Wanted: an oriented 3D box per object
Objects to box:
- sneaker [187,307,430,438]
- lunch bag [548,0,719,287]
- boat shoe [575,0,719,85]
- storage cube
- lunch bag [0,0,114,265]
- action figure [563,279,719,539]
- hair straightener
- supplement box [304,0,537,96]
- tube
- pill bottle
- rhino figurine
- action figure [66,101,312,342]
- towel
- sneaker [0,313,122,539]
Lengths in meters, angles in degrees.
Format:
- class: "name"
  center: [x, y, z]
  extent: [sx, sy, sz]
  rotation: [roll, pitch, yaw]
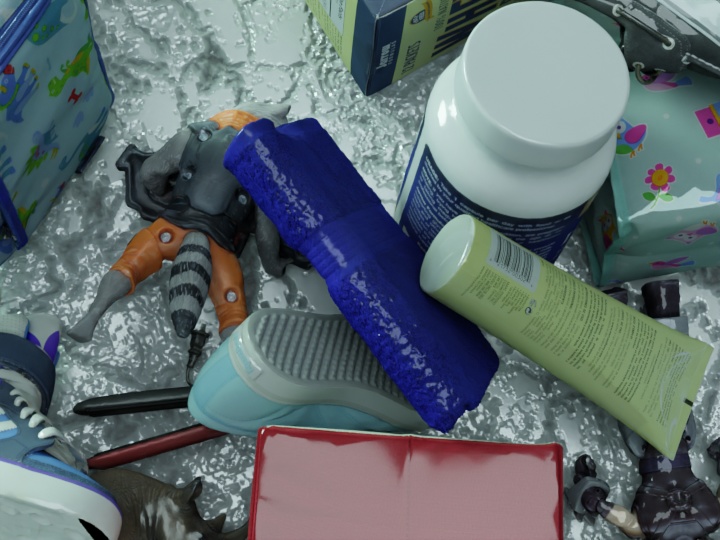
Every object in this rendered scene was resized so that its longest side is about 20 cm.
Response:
- class: "sneaker"
  center: [-0.026, 0.073, 0.781]
  extent: [0.082, 0.199, 0.074]
  rotation: [-38, 55, 26]
- class: "lunch bag"
  center: [0.219, -0.108, 0.844]
  extent: [0.169, 0.122, 0.201]
  rotation: [-7, 67, -2]
- class: "boat shoe"
  center: [0.168, -0.148, 0.763]
  extent: [0.199, 0.070, 0.066]
  rotation: [33, 107, -4]
- class: "storage cube"
  center: [0.020, 0.196, 0.730]
  extent: [0.170, 0.200, 0.181]
  rotation: [3, 72, -1]
- class: "lunch bag"
  center: [-0.226, -0.092, 0.775]
  extent: [0.082, 0.200, 0.161]
  rotation: [30, 69, 6]
- class: "action figure"
  center: [0.193, 0.109, 0.823]
  extent: [0.129, 0.069, 0.201]
  rotation: [-6, 82, -11]
- class: "hair straightener"
  center: [-0.089, 0.068, 0.829]
  extent: [0.199, 0.041, 0.077]
  rotation: [-14, 79, -6]
- class: "supplement box"
  center: [0.038, -0.265, 0.859]
  extent: [0.199, 0.134, 0.201]
  rotation: [-30, 81, -8]
- class: "tube"
  center: [0.126, 0.037, 0.756]
  extent: [0.199, 0.052, 0.058]
  rotation: [29, 116, -21]
- class: "pill bottle"
  center: [0.089, -0.066, 0.777]
  extent: [0.115, 0.200, 0.116]
  rotation: [3, 66, -6]
- class: "rhino figurine"
  center: [-0.163, 0.169, 0.795]
  extent: [0.199, 0.060, 0.088]
  rotation: [-8, 80, -6]
- class: "action figure"
  center: [-0.072, -0.022, 0.813]
  extent: [0.199, 0.105, 0.195]
  rotation: [16, 65, -4]
- class: "towel"
  center: [0.000, 0.000, 0.747]
  extent: [0.049, 0.148, 0.200]
  rotation: [-38, 87, 15]
- class: "sneaker"
  center: [-0.204, 0.082, 0.771]
  extent: [0.199, 0.081, 0.147]
  rotation: [7, 51, 26]
